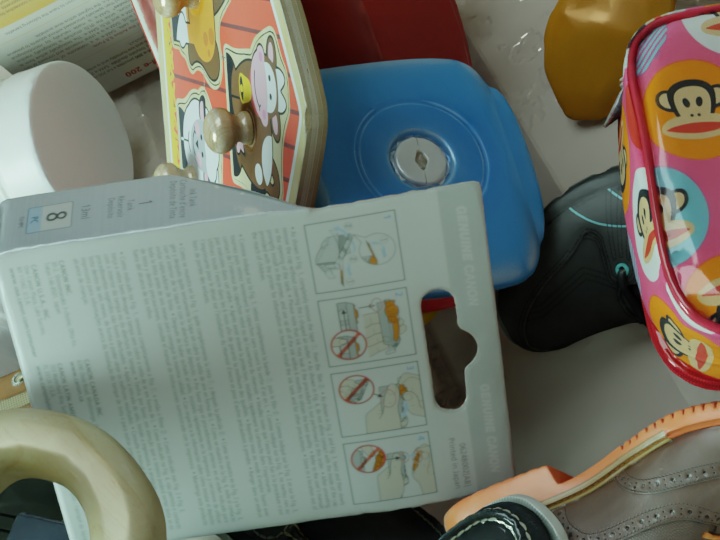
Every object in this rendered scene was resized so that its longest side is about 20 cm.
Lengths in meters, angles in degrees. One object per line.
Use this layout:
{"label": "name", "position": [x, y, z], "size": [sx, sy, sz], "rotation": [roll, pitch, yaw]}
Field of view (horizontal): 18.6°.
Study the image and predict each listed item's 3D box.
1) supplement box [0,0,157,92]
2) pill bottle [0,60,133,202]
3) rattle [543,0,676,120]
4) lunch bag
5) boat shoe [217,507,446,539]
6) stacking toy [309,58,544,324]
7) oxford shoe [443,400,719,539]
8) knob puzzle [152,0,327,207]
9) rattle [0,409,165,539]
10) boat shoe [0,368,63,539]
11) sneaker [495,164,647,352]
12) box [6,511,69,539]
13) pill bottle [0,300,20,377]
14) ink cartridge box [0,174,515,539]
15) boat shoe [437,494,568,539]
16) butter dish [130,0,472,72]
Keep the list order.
{"label": "supplement box", "position": [-0.181, -0.187, 1.244], "size": [0.125, 0.200, 0.074], "rotation": [-22, 53, 23]}
{"label": "pill bottle", "position": [-0.235, -0.044, 1.260], "size": [0.199, 0.114, 0.115], "rotation": [-18, 51, 28]}
{"label": "rattle", "position": [0.154, -0.188, 1.112], "size": [0.129, 0.144, 0.201], "rotation": [0, 37, 1]}
{"label": "lunch bag", "position": [0.201, -0.050, 0.875], "size": [0.198, 0.082, 0.178], "rotation": [-7, 64, 0]}
{"label": "boat shoe", "position": [-0.030, 0.100, 1.016], "size": [0.072, 0.068, 0.199], "rotation": [-29, 36, -29]}
{"label": "stacking toy", "position": [0.000, 0.000, 1.027], "size": [0.200, 0.109, 0.117], "rotation": [120, 139, -56]}
{"label": "oxford shoe", "position": [0.129, 0.105, 0.909], "size": [0.199, 0.071, 0.074], "rotation": [-26, 64, 31]}
{"label": "knob puzzle", "position": [-0.064, -0.078, 0.971], "size": [0.030, 0.221, 0.220], "rotation": [-7, 40, -21]}
{"label": "rattle", "position": [-0.118, 0.106, 0.821], "size": [0.199, 0.144, 0.130], "rotation": [26, 57, 30]}
{"label": "boat shoe", "position": [-0.126, 0.058, 1.026], "size": [0.199, 0.076, 0.074], "rotation": [-25, 52, 23]}
{"label": "sneaker", "position": [0.148, -0.012, 0.960], "size": [0.199, 0.075, 0.080], "rotation": [-31, 48, 18]}
{"label": "box", "position": [-0.112, 0.227, 0.975], "size": [0.148, 0.107, 0.201], "rotation": [6, 64, 40]}
{"label": "pill bottle", "position": [-0.213, 0.106, 1.136], "size": [0.116, 0.116, 0.201], "rotation": [4, 63, 40]}
{"label": "ink cartridge box", "position": [-0.041, 0.033, 0.927], "size": [0.198, 0.161, 0.047], "rotation": [-9, 34, 1]}
{"label": "boat shoe", "position": [0.015, 0.179, 0.904], "size": [0.075, 0.060, 0.201], "rotation": [36, 104, 36]}
{"label": "butter dish", "position": [-0.011, -0.126, 1.116], "size": [0.148, 0.201, 0.199], "rotation": [-41, 39, -26]}
